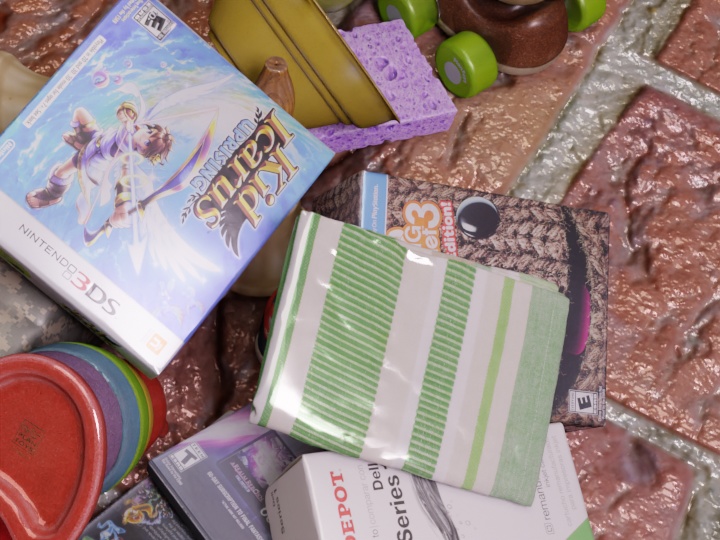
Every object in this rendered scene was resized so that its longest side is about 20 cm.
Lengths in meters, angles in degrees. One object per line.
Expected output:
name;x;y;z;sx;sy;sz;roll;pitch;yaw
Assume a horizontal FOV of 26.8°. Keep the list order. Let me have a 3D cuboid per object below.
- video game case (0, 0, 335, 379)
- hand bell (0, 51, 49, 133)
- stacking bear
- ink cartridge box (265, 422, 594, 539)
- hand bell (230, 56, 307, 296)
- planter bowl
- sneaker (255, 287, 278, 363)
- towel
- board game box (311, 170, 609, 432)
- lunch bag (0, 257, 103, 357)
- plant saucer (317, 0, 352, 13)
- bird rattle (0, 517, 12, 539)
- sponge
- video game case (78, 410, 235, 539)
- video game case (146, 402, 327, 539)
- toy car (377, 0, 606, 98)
video game case;-0.146;-0.061;1.024;0.181;0.045;0.200;40;75;-9
hand bell;-0.185;-0.120;1.186;0.199;0.104;0.105;0;57;5
stacking bear;-0.191;0.103;1.026;0.121;0.200;0.114;32;96;8
ink cartridge box;0.051;0.191;1.016;0.199;0.084;0.147;-5;68;-24
hand bell;-0.069;-0.081;1.136;0.104;0.200;0.105;4;52;-5
planter bowl;-0.060;-0.171;1.169;0.083;0.200;0.201;-37;65;3
sneaker;0.000;0.000;1.165;0.075;0.085;0.200;35;60;16
towel;0.036;0.057;0.997;0.199;0.023;0.153;17;75;-14
board game box;0.069;0.029;1.087;0.199;0.097;0.160;7;77;-22
lunch bag;-0.310;0.037;1.088;0.199;0.118;0.164;26;59;16
plant saucer;0.027;-0.284;1.303;0.031;0.200;0.200;49;61;-11
bird rattle;-0.215;0.249;0.968;0.199;0.113;0.164;27;86;18
sponge;-0.031;-0.149;1.262;0.199;0.030;0.112;-13;60;-26
video game case;-0.091;0.220;1.053;0.182;0.023;0.200;-38;69;-26
video game case;-0.031;0.146;1.085;0.199;0.019;0.143;-28;64;-29
toy car;0.124;-0.277;1.286;0.164;0.200;0.158;-33;66;-24
